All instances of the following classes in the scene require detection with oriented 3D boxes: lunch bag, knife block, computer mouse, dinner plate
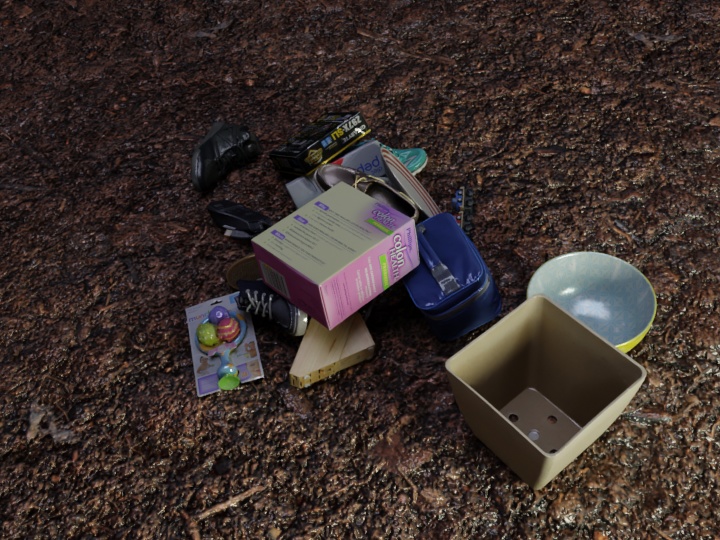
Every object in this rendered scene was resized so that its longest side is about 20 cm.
[{"bbox_3d":[0.138,-0.001,1.372,0.135,0.132,0.200,-30,49,4],"label":"lunch bag"},{"bbox_3d":[-0.055,0.079,1.357,0.199,0.064,0.176,-23,68,-13],"label":"knife block"},{"bbox_3d":[-0.227,-0.078,1.539,0.199,0.046,0.140,19,24,22],"label":"computer mouse"},{"bbox_3d":[0.095,-0.145,1.506,0.024,0.200,0.201,-37,47,15],"label":"dinner plate"}]

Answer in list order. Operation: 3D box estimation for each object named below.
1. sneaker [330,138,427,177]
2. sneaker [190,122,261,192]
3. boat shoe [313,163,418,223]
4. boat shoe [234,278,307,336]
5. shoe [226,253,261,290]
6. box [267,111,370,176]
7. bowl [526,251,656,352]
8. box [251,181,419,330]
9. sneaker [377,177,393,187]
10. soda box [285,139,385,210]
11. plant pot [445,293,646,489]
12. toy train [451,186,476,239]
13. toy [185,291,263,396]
[{"bbox_3d":[0.036,-0.225,1.642,0.199,0.080,0.078,-3,47,3],"label":"sneaker"},{"bbox_3d":[-0.279,-0.241,1.697,0.114,0.076,0.200,3,43,18],"label":"sneaker"},{"bbox_3d":[0.011,-0.133,1.407,0.199,0.060,0.072,31,73,3],"label":"boat shoe"},{"bbox_3d":[-0.155,0.061,1.363,0.092,0.075,0.200,1,11,-20],"label":"boat shoe"},{"bbox_3d":[-0.148,-0.009,1.494,0.199,0.070,0.053,-16,4,-1],"label":"shoe"},{"bbox_3d":[-0.087,-0.256,1.626,0.159,0.049,0.200,-36,21,-14],"label":"box"},{"bbox_3d":[0.366,0.077,1.310,0.199,0.108,0.201,-4,47,4],"label":"bowl"},{"bbox_3d":[-0.039,-0.029,1.301,0.200,0.097,0.176,-36,46,-26],"label":"box"},{"bbox_3d":[0.027,-0.135,1.517,0.199,0.077,0.085,4,17,-38],"label":"sneaker"},{"bbox_3d":[-0.044,-0.181,1.580,0.199,0.069,0.063,-27,13,-2],"label":"soda box"},{"bbox_3d":[0.258,0.192,1.173,0.200,0.178,0.200,-34,53,-23],"label":"plant pot"},{"bbox_3d":[0.191,-0.084,1.530,0.046,0.034,0.201,-5,47,17],"label":"toy train"},{"bbox_3d":[-0.240,0.112,1.391,0.115,0.047,0.201,-17,51,-3],"label":"toy"}]
